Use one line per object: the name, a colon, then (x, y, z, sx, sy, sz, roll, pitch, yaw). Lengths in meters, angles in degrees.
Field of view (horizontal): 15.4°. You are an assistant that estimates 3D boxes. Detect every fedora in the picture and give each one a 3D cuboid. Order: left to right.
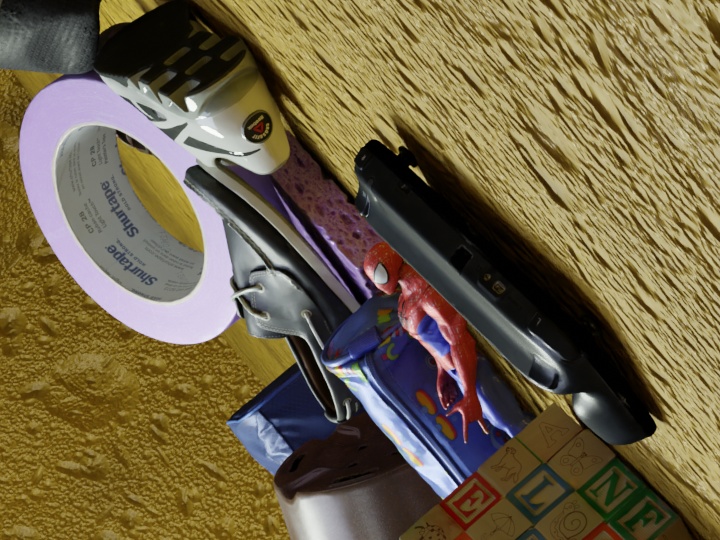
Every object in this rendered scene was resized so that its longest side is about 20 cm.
fedora: (-0.200, -0.182, 1.690, 0.091, 0.201, 0.201, 18, 178, -7)

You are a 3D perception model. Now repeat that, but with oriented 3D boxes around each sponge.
sponge: (0.000, 0.000, 1.709, 0.112, 0.030, 0.200, 47, 173, 30)

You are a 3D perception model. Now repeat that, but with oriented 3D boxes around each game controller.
game controller: (0.067, 0.009, 1.257, 0.104, 0.042, 0.200, 37, -174, -43)

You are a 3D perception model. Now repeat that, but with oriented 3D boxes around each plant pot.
plant pot: (0.045, 0.202, 1.801, 0.200, 0.200, 0.199, -148, 36, -73)

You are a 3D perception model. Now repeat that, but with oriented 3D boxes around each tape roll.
tape roll: (-0.134, -0.052, 1.772, 0.200, 0.066, 0.201, 26, 134, 30)

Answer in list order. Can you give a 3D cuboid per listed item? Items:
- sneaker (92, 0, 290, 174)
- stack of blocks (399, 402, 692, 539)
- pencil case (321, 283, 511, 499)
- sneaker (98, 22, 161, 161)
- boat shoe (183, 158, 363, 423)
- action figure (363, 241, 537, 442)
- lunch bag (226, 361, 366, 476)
sneaker: (-0.101, -0.104, 1.619, 0.089, 0.074, 0.200, 56, 173, -28)
stack of blocks: (0.124, 0.172, 1.386, 0.200, 0.115, 0.059, 44, 171, 46)
pencil case: (0.062, 0.102, 1.610, 0.200, 0.078, 0.087, 52, -162, -10)
sneaker: (-0.120, -0.087, 1.886, 0.200, 0.076, 0.116, 46, 176, 35)
boat shoe: (-0.050, 0.011, 1.661, 0.200, 0.068, 0.072, 51, 176, -24)
action figure: (0.065, 0.064, 1.528, 0.200, 0.052, 0.065, 55, 177, -16)
lunch bag: (-0.004, 0.120, 1.961, 0.132, 0.136, 0.200, 51, 173, -2)
